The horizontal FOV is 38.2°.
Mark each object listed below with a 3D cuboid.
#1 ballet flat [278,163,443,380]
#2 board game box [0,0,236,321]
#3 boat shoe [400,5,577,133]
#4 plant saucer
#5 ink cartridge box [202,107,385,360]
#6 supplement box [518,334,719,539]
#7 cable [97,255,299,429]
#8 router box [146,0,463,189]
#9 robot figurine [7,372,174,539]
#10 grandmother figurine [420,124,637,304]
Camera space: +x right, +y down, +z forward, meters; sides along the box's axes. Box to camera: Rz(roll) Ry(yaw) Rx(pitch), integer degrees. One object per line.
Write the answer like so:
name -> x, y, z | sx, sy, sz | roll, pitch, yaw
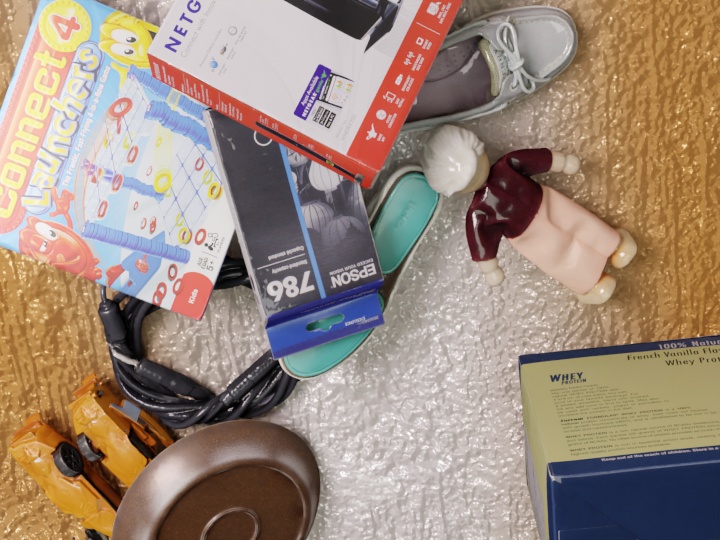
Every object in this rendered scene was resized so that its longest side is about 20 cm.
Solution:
ballet flat -> 0.000, 0.000, 0.856 | 0.069, 0.069, 0.201 | 32, 97, -11
board game box -> -0.179, -0.089, 0.807 | 0.194, 0.056, 0.202 | 20, 92, -8
boat shoe -> 0.077, -0.149, 0.801 | 0.200, 0.065, 0.075 | -17, 110, -3
plant saucer -> -0.119, 0.226, 0.922 | 0.198, 0.032, 0.202 | -13, 120, -24
ink cartridge box -> -0.045, -0.036, 0.786 | 0.098, 0.039, 0.202 | -18, 102, -12
supplement box -> 0.240, 0.162, 0.851 | 0.197, 0.200, 0.136 | -6, 111, 3
cable -> -0.123, 0.063, 0.898 | 0.197, 0.051, 0.165 | -3, 111, 1
router box -> -0.027, -0.188, 0.741 | 0.178, 0.049, 0.202 | 26, 78, -2
robot figurine -> -0.210, 0.194, 0.939 | 0.144, 0.058, 0.201 | -32, 114, 12
grandmother figurine -> 0.127, -0.045, 0.827 | 0.199, 0.060, 0.122 | 34, 78, -24
